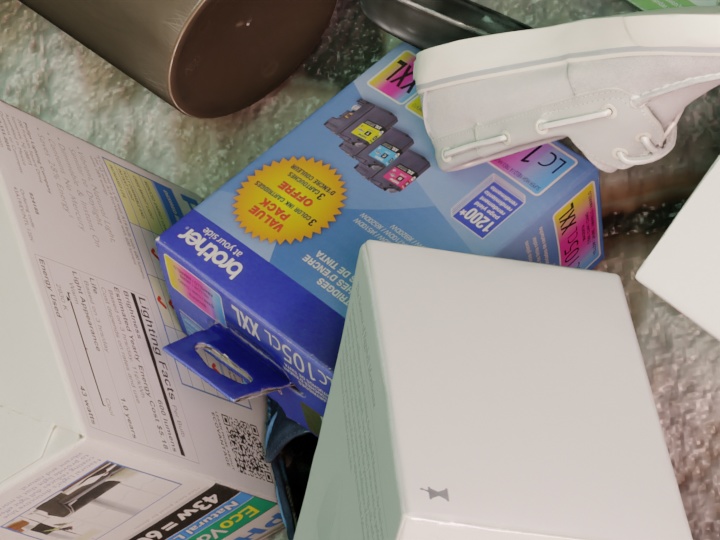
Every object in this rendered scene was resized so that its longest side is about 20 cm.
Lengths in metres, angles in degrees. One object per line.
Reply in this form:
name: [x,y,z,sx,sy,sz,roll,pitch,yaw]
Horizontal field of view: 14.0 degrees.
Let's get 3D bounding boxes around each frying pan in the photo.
frying pan: [0.019,-0.135,1.445,0.190,0.115,0.031,28,103,33]

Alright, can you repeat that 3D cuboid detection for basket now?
basket: [-0.114,-0.183,1.524,0.200,0.136,0.180,44,116,27]

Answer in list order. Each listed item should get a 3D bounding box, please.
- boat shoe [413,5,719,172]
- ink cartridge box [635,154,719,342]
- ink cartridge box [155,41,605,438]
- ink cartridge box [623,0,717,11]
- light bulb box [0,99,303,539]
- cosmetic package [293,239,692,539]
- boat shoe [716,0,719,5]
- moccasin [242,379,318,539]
boat shoe: [0.109,-0.078,1.301,0.200,0.072,0.069,-6,93,33]
ink cartridge box: [0.253,0.015,1.248,0.200,0.147,0.146,39,96,32]
ink cartridge box: [0.000,0.000,1.387,0.200,0.076,0.136,-41,55,-20]
ink cartridge box: [0.182,-0.213,1.416,0.146,0.048,0.200,37,97,33]
light bulb box: [-0.150,0.045,1.432,0.125,0.200,0.198,-30,63,20]
cosmetic package: [0.046,0.127,1.237,0.199,0.123,0.200,-98,17,-56]
boat shoe: [0.190,-0.139,1.338,0.062,0.072,0.200,-5,103,13]
moccasin: [-0.008,0.082,1.419,0.080,0.068,0.200,-25,65,21]
